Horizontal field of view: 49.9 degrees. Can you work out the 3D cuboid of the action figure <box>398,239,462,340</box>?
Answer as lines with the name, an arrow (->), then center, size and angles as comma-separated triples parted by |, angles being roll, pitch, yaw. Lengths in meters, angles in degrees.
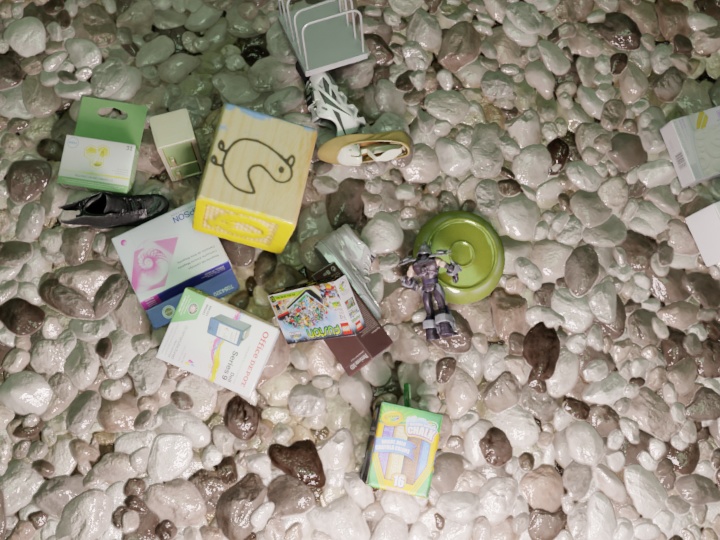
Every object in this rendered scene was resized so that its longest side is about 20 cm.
action figure -> 0.143, 0.037, 1.559 | 0.129, 0.069, 0.203 | -14, 82, 36

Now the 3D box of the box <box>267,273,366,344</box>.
box -> -0.086, 0.077, 1.477 | 0.035, 0.199, 0.111 | -31, 103, -44

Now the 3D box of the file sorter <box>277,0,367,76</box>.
file sorter -> -0.086, -0.528, 1.597 | 0.137, 0.125, 0.201 | -19, 57, -9

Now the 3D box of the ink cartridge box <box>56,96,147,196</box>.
ink cartridge box -> -0.525, -0.259, 1.581 | 0.144, 0.048, 0.203 | 8, 81, -3

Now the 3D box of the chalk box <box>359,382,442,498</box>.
chalk box -> 0.082, 0.320, 1.488 | 0.122, 0.124, 0.202 | 14, 79, -2

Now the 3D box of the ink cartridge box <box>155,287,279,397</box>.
ink cartridge box -> -0.272, 0.138, 1.498 | 0.198, 0.088, 0.147 | 25, 86, -4

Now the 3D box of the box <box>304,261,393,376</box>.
box -> -0.037, 0.097, 1.523 | 0.075, 0.100, 0.201 | -33, 83, -40

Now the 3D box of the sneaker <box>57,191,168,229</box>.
sneaker -> -0.484, -0.121, 1.528 | 0.197, 0.104, 0.061 | -12, 80, -8

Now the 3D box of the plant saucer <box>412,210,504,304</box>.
plant saucer -> 0.209, -0.032, 1.615 | 0.197, 0.031, 0.203 | 1, 79, -5

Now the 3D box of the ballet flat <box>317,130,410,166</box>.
ballet flat -> 0.011, -0.251, 1.613 | 0.197, 0.069, 0.063 | -13, 47, -8

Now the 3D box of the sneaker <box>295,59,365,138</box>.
sneaker -> -0.084, -0.358, 1.627 | 0.088, 0.074, 0.200 | -40, 85, -13

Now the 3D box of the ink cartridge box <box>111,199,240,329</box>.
ink cartridge box -> -0.369, -0.015, 1.552 | 0.195, 0.043, 0.202 | -27, 81, -10

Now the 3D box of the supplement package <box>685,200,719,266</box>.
supplement package -> 0.824, -0.106, 1.640 | 0.198, 0.121, 0.121 | -21, 82, -10

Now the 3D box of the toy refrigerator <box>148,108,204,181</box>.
toy refrigerator -> -0.354, -0.239, 1.514 | 0.075, 0.200, 0.071 | -16, 81, -9

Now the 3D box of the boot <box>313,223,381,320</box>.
boot -> 0.000, 0.000, 1.568 | 0.095, 0.074, 0.201 | -37, 89, -14

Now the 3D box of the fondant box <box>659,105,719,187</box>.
fondant box -> 0.782, -0.282, 1.703 | 0.198, 0.058, 0.146 | -17, 81, -9

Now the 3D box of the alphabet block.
alphabet block -> -0.208, -0.173, 1.500 | 0.193, 0.196, 0.202 | 14, 72, -9
